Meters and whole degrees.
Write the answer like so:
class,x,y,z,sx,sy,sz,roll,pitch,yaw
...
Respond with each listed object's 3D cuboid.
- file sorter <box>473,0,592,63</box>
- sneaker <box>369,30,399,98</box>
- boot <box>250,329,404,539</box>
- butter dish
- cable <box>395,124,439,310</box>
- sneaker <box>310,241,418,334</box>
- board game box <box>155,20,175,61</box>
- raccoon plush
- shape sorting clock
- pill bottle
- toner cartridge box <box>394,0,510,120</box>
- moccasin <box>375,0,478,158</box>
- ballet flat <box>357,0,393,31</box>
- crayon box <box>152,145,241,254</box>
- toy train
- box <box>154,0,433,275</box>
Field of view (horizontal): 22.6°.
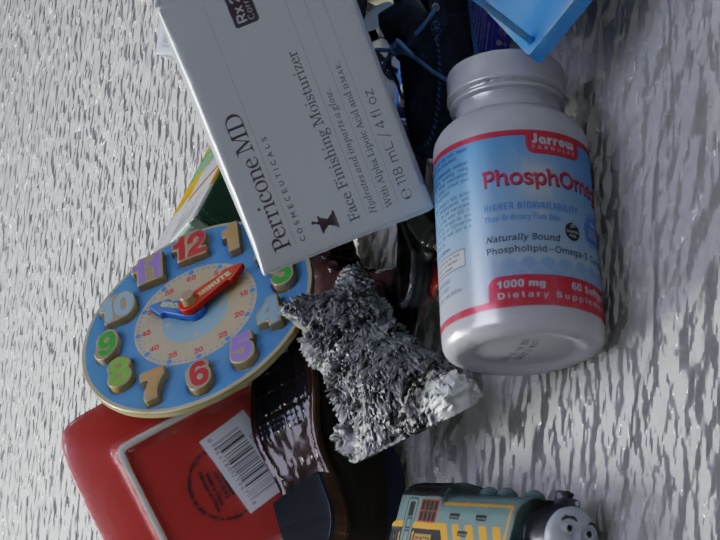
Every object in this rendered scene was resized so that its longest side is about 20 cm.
class,x,y,z,sx,sy,sz,roll,pitch,yaw
file sorter,0.116,-0.271,1.180,0.200,0.122,0.139,-50,38,13
sneaker,-0.018,-0.171,1.522,0.088,0.075,0.200,-61,34,2
boot,-0.024,0.132,1.384,0.074,0.096,0.202,-30,57,34
butter dish,-0.117,0.180,1.447,0.201,0.198,0.148,61,165,9
cable,0.051,-0.035,1.382,0.098,0.050,0.200,-63,23,19
sneaker,0.000,0.000,1.433,0.115,0.075,0.202,-37,61,45
board game box,-0.132,-0.286,1.688,0.034,0.134,0.202,5,86,24
raccoon plush,0.023,0.050,1.289,0.200,0.096,0.135,-33,81,57
shape sorting clock,-0.129,0.034,1.408,0.198,0.039,0.201,-18,36,14
pill bottle,0.103,-0.039,1.205,0.109,0.108,0.202,-32,55,54
toner cartridge box,0.077,-0.214,1.373,0.095,0.043,0.202,1,82,59
moccasin,0.039,-0.179,1.316,0.080,0.068,0.202,-29,58,53
ballet flat,0.003,-0.230,1.466,0.074,0.073,0.200,-63,-3,28
crayon box,-0.120,-0.075,1.624,0.126,0.051,0.201,-44,19,48
toy train,0.083,0.200,1.205,0.199,0.085,0.115,-11,63,60
box,-0.052,-0.125,1.286,0.200,0.130,0.201,-119,7,-77
